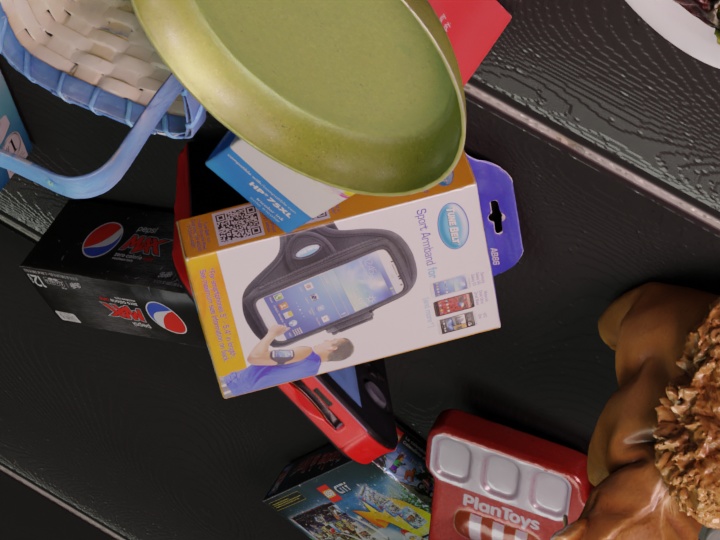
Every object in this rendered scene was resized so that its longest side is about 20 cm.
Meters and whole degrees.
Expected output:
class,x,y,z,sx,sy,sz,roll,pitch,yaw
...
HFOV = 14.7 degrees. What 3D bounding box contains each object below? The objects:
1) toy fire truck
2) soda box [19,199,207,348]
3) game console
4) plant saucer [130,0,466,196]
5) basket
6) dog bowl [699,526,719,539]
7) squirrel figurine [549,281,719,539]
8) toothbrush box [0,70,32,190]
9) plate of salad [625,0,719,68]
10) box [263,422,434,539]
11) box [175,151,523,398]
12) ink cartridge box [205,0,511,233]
class,x,y,z,sx,sy,sz,roll,pitch,yaw
toy fire truck,0.134,0.189,1.897,0.199,0.112,0.169,18,132,19
soda box,-0.140,0.003,1.935,0.199,0.071,0.063,9,144,42
game console,-0.048,0.020,1.790,0.031,0.177,0.200,-35,114,17
plant saucer,-0.027,-0.119,1.381,0.199,0.031,0.200,27,150,17
basket,-0.164,-0.134,1.575,0.176,0.200,0.139,19,151,27
dog bowl,0.287,0.184,1.744,0.199,0.059,0.200,26,155,13
squirrel figurine,0.185,0.105,1.587,0.141,0.187,0.200,37,154,-4
toothbrush box,-0.315,-0.104,1.877,0.085,0.147,0.200,22,152,24
plate of salad,0.138,-0.174,1.273,0.200,0.048,0.201,43,152,30
box,0.024,0.183,2.087,0.136,0.038,0.200,40,154,-10
box,0.000,0.000,1.651,0.199,0.042,0.120,-14,133,-1
ink cartridge box,0.005,-0.103,1.527,0.067,0.116,0.200,41,154,-12
